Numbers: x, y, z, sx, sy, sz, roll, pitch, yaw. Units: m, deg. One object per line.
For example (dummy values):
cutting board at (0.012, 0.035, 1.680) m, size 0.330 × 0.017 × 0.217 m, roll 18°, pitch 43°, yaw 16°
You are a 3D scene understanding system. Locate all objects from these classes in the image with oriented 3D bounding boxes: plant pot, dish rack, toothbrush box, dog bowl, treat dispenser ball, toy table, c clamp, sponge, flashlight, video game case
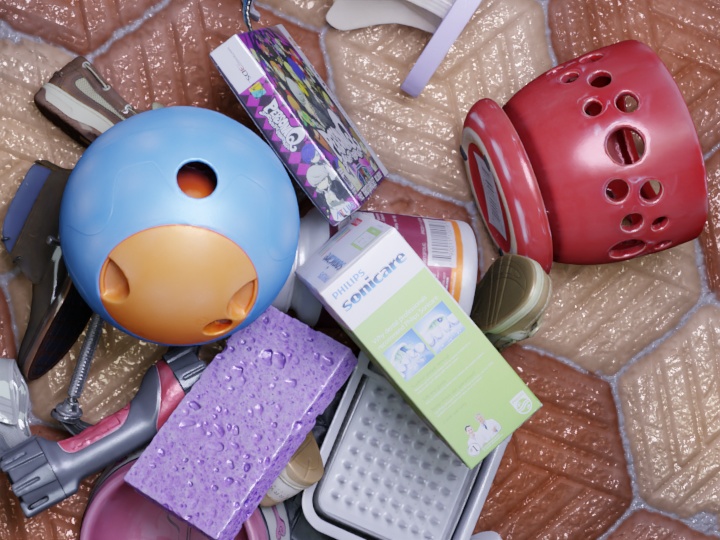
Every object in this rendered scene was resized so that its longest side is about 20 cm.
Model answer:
plant pot at (0.204, -0.095, 1.312) m, size 0.182 × 0.200 × 0.201 m, roll -20°, pitch 92°, yaw -7°
dish rack at (0.043, 0.167, 1.298) m, size 0.171 × 0.044 × 0.200 m, roll 26°, pitch 79°, yaw -18°
toothbrush box at (0.046, 0.056, 1.196) m, size 0.086 × 0.146 × 0.200 m, roll -43°, pitch 102°, yaw -3°
dog bowl at (-0.166, 0.249, 1.267) m, size 0.200 × 0.074 × 0.201 m, roll 0°, pitch 93°, yaw 7°
treat dispenser ball at (-0.151, -0.036, 1.173) m, size 0.200 × 0.201 × 0.201 m, roll 0°, pitch 89°, yaw -11°
toy table at (0.058, -0.272, 1.307) m, size 0.117 × 0.184 × 0.200 m, roll 34°, pitch 111°, yaw -3°
c clamp at (-0.227, 0.073, 1.282) m, size 0.171 × 0.027 × 0.200 m, roll 8°, pitch 101°, yaw -32°
sponge at (-0.103, 0.130, 1.210) m, size 0.111 × 0.030 × 0.200 m, roll 27°, pitch 73°, yaw 30°
flashlight at (-0.225, 0.138, 1.254) m, size 0.200 × 0.068 × 0.068 m, roll -27°, pitch 114°, yaw -15°
video game case at (-0.050, -0.137, 1.266) m, size 0.036 × 0.200 × 0.181 m, roll -35°, pitch 95°, yaw 14°

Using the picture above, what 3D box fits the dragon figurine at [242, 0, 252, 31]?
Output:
dragon figurine at (-0.042, -0.299, 1.246) m, size 0.059 × 0.099 × 0.200 m, roll 39°, pitch 88°, yaw -33°

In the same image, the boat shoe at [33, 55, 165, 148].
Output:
boat shoe at (-0.202, -0.124, 1.299) m, size 0.202 × 0.075 × 0.075 m, roll 38°, pitch 76°, yaw -7°

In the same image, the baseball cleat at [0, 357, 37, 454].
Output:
baseball cleat at (-0.372, 0.090, 1.261) m, size 0.106 × 0.070 × 0.200 m, roll -37°, pitch 106°, yaw 4°

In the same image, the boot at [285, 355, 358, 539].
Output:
boot at (-0.002, 0.195, 1.338) m, size 0.165 × 0.066 × 0.200 m, roll 30°, pitch 79°, yaw -10°

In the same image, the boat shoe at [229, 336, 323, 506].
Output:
boat shoe at (-0.095, 0.126, 1.279) m, size 0.069 × 0.200 × 0.074 m, roll -41°, pitch 134°, yaw 22°

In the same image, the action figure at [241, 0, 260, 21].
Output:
action figure at (-0.090, -0.365, 1.313) m, size 0.194 × 0.105 × 0.200 m, roll -51°, pitch 122°, yaw -13°

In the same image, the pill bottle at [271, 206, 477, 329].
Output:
pill bottle at (0.000, 0.000, 1.313) m, size 0.200 × 0.114 × 0.114 m, roll 6°, pitch 88°, yaw -10°

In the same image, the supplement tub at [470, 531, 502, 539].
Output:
supplement tub at (0.138, 0.361, 1.315) m, size 0.144 × 0.144 × 0.200 m, roll -38°, pitch 95°, yaw -9°

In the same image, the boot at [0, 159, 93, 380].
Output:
boot at (-0.291, -0.004, 1.294) m, size 0.097 × 0.075 × 0.200 m, roll 27°, pitch 94°, yaw 16°

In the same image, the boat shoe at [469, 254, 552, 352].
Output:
boat shoe at (0.139, 0.038, 1.296) m, size 0.063 × 0.201 × 0.073 m, roll 16°, pitch 68°, yaw -11°
